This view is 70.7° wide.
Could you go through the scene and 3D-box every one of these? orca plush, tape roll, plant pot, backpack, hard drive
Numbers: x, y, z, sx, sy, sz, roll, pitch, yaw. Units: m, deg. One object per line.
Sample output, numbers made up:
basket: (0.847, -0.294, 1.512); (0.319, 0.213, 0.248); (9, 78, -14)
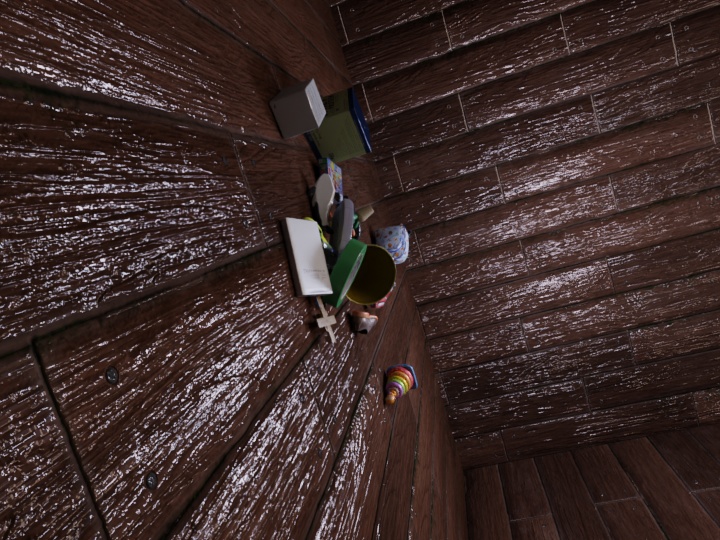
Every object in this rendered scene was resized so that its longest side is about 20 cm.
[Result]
orca plush: (-0.117, -0.207, 1.634); (0.071, 0.105, 0.201); (131, -54, -66)
tape roll: (-0.045, 0.008, 1.452); (0.200, 0.048, 0.201); (25, 90, -86)
plant pot: (0.000, 0.000, 1.697); (0.142, 0.199, 0.201); (30, -37, 65)
backpack: (0.159, -0.128, 2.585); (0.154, 0.199, 0.191); (36, 47, -65)
hard drive: (-0.138, -0.033, 1.315); (0.132, 0.027, 0.201); (1, 74, -58)

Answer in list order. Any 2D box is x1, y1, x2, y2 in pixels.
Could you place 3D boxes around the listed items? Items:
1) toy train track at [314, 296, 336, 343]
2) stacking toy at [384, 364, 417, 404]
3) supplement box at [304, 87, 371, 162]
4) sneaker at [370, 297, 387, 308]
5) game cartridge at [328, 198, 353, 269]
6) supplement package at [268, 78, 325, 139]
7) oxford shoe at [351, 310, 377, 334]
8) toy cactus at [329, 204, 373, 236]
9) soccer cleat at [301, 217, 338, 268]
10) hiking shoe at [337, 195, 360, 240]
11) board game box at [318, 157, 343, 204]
toy train track: (-0.116, 0.099, 1.344); (0.201, 0.032, 0.115); (70, 18, 7)
stacking toy: (0.135, 0.454, 1.956); (0.200, 0.116, 0.110); (-40, 115, -62)
supplement box: (-0.087, -0.514, 1.834); (0.200, 0.199, 0.135); (61, 19, -49)
sneaker: (0.035, 0.079, 1.983); (0.200, 0.071, 0.113); (27, 86, -37)
game cartridge: (-0.062, -0.118, 1.596); (0.133, 0.040, 0.201); (130, -32, -60)
supplement package: (-0.187, -0.495, 1.547); (0.200, 0.116, 0.118); (-83, 156, -61)
oxford shoe: (0.010, 0.187, 1.775); (0.200, 0.071, 0.073); (30, 66, -68)
toy cactus: (-0.033, -0.181, 1.797); (0.102, 0.165, 0.200); (57, -1, 22)
soccer cleat: (-0.131, -0.083, 1.467); (0.084, 0.065, 0.200); (44, -9, 44)
hiking shoe: (-0.032, -0.194, 2.000); (0.101, 0.075, 0.201); (35, 40, -67)
board game box: (-0.106, -0.323, 1.857); (0.200, 0.034, 0.136); (6, 80, -78)
